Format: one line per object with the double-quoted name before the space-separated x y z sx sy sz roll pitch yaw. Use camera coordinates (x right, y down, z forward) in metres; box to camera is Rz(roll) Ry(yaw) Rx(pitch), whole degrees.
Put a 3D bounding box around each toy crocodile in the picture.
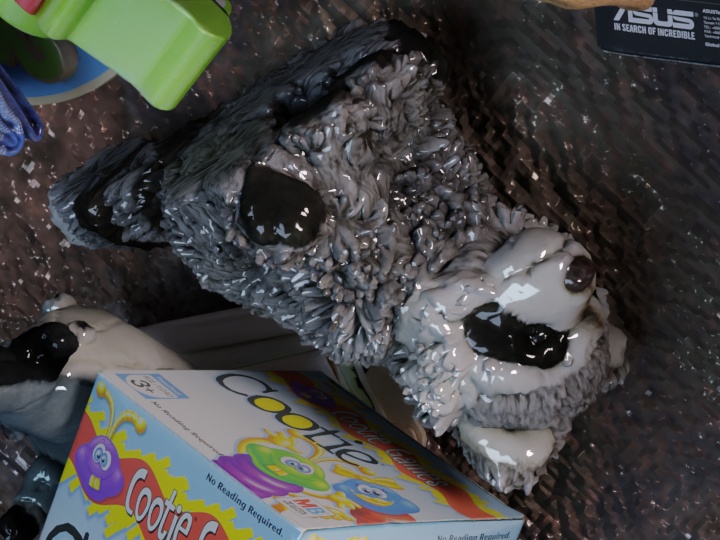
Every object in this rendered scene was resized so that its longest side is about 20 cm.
"toy crocodile" -0.117 -0.131 0.876 0.200 0.062 0.068 50 127 3

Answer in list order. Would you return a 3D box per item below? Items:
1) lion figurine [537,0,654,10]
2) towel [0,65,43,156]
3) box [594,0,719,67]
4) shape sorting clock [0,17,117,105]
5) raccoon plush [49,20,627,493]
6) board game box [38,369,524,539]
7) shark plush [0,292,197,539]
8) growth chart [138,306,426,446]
"lion figurine" -0.010 -0.111 0.778 0.200 0.122 0.073 19 110 54
"towel" -0.191 -0.122 0.929 0.147 0.024 0.200 22 151 53
"box" 0.152 -0.126 0.747 0.200 0.044 0.160 9 121 32
"shape sorting clock" -0.136 -0.148 0.945 0.200 0.039 0.200 17 124 27
"raccoon plush" 0.000 0.000 0.915 0.134 0.097 0.200 53 159 -17
"board game box" -0.049 0.142 0.909 0.105 0.103 0.200 34 110 38
"shark plush" -0.086 0.059 0.926 0.091 0.200 0.083 29 85 10
"growth chart" -0.016 0.097 1.017 0.145 0.018 0.200 -1 115 36
